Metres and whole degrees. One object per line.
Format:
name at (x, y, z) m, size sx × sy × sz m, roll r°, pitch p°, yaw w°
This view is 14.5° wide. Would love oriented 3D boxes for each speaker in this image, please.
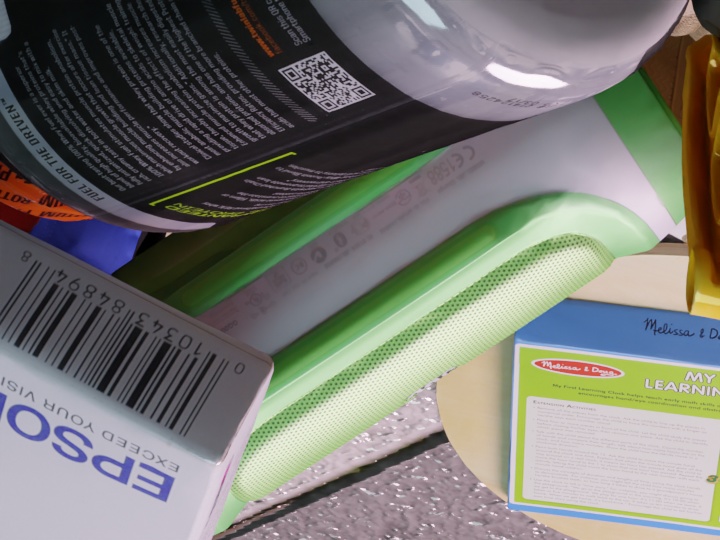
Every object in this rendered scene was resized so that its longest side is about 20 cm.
speaker at (0.000, 0.000, 0.826) m, size 0.200 × 0.088 × 0.088 m, roll -34°, pitch 137°, yaw 6°

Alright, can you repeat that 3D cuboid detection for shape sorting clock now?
shape sorting clock at (0.130, 0.055, 1.132) m, size 0.200 × 0.039 × 0.200 m, roll 8°, pitch 145°, yaw 6°

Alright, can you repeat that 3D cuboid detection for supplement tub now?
supplement tub at (-0.023, -0.079, 0.702) m, size 0.122 × 0.123 × 0.200 m, roll 32°, pitch 149°, yaw -31°

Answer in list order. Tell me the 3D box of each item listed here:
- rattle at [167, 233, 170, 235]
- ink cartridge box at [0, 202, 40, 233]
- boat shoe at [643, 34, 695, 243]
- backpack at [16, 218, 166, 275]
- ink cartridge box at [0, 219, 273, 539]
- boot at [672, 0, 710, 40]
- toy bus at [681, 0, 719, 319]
rattle at (-0.076, 0.038, 1.080) m, size 0.200 × 0.143 × 0.130 m, roll 11°, pitch 131°, yaw 10°
ink cartridge box at (-0.123, -0.097, 0.780) m, size 0.200 × 0.161 × 0.050 m, roll 38°, pitch 180°, yaw -33°
boat shoe at (0.141, -0.031, 0.969) m, size 0.200 × 0.071 × 0.069 m, roll 25°, pitch 148°, yaw -8°
backpack at (-0.157, -0.023, 0.939) m, size 0.168 × 0.200 × 0.162 m, roll 25°, pitch 147°, yaw -22°
ink cartridge box at (-0.135, 0.044, 0.778) m, size 0.196 × 0.043 × 0.200 m, roll 26°, pitch 143°, yaw 3°
boot at (0.057, -0.122, 0.821) m, size 0.155 × 0.073 × 0.200 m, roll 9°, pitch 161°, yaw 3°
toy bus at (0.142, -0.057, 0.753) m, size 0.136 × 0.200 × 0.192 m, roll 11°, pitch 128°, yaw -4°
